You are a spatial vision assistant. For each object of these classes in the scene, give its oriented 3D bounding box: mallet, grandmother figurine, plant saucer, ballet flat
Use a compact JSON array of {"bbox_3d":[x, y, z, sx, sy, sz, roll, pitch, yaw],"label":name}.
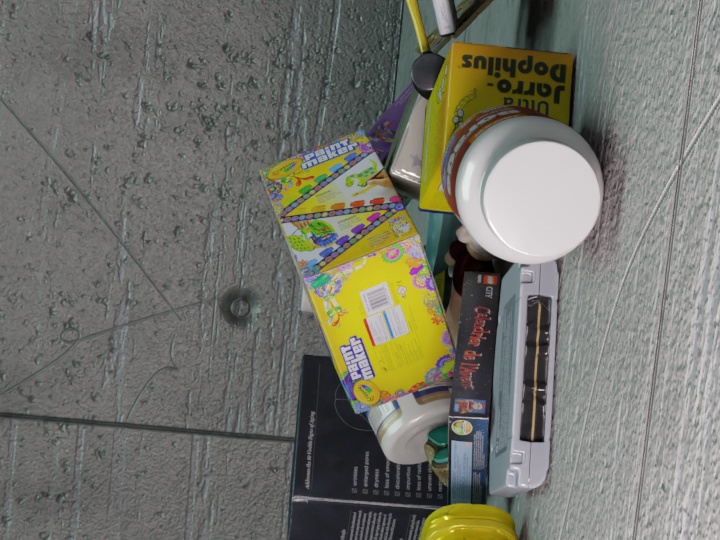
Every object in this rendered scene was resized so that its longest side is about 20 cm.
[{"bbox_3d":[0.049,-0.260,1.576,0.066,0.041,0.200,-21,-85,-82],"label":"mallet"},{"bbox_3d":[0.120,0.016,1.762,0.121,0.061,0.200,56,148,38],"label":"grandmother figurine"},{"bbox_3d":[0.104,-0.089,1.963,0.200,0.027,0.200,-174,90,-86],"label":"plant saucer"},{"bbox_3d":[0.108,0.202,1.700,0.200,0.070,0.065,-96,-16,-87],"label":"ballet flat"}]

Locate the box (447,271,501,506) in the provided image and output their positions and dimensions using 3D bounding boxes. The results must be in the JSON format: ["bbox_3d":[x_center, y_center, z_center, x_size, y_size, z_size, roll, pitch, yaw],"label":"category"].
[{"bbox_3d":[0.109,0.117,1.567,0.200,0.038,0.137,-80,-10,-49],"label":"box"}]

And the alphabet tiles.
[{"bbox_3d":[0.122,-0.280,1.685,0.167,0.008,0.200,-45,9,6],"label":"alphabet tiles"}]

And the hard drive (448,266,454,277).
[{"bbox_3d":[0.131,-0.077,1.927,0.200,0.027,0.132,106,170,-76],"label":"hard drive"}]

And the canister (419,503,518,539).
[{"bbox_3d":[0.094,0.325,1.411,0.200,0.087,0.149,-90,6,-49],"label":"canister"}]

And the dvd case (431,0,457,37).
[{"bbox_3d":[0.065,-0.332,1.582,0.143,0.018,0.200,-73,-30,-74],"label":"dvd case"}]

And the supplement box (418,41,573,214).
[{"bbox_3d":[0.119,-0.122,1.484,0.200,0.109,0.110,114,161,-79],"label":"supplement box"}]

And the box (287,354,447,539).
[{"bbox_3d":[0.019,0.217,1.924,0.124,0.197,0.200,100,175,-53],"label":"box"}]

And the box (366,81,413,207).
[{"bbox_3d":[0.040,-0.128,1.908,0.200,0.039,0.137,-52,-23,-47],"label":"box"}]

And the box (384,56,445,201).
[{"bbox_3d":[0.095,-0.135,1.711,0.200,0.109,0.128,180,111,-87],"label":"box"}]

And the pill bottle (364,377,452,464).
[{"bbox_3d":[0.042,0.110,1.862,0.111,0.111,0.200,99,151,-53],"label":"pill bottle"}]

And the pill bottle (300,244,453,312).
[{"bbox_3d":[0.027,0.018,2.066,0.112,0.200,0.112,-175,90,-86],"label":"pill bottle"}]

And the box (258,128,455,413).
[{"bbox_3d":[0.000,0.000,1.684,0.193,0.122,0.200,-114,4,-49],"label":"box"}]

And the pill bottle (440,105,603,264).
[{"bbox_3d":[0.125,-0.067,1.259,0.200,0.112,0.112,-106,22,-81],"label":"pill bottle"}]

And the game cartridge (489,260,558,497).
[{"bbox_3d":[0.140,0.094,1.419,0.133,0.040,0.200,125,150,-77],"label":"game cartridge"}]
